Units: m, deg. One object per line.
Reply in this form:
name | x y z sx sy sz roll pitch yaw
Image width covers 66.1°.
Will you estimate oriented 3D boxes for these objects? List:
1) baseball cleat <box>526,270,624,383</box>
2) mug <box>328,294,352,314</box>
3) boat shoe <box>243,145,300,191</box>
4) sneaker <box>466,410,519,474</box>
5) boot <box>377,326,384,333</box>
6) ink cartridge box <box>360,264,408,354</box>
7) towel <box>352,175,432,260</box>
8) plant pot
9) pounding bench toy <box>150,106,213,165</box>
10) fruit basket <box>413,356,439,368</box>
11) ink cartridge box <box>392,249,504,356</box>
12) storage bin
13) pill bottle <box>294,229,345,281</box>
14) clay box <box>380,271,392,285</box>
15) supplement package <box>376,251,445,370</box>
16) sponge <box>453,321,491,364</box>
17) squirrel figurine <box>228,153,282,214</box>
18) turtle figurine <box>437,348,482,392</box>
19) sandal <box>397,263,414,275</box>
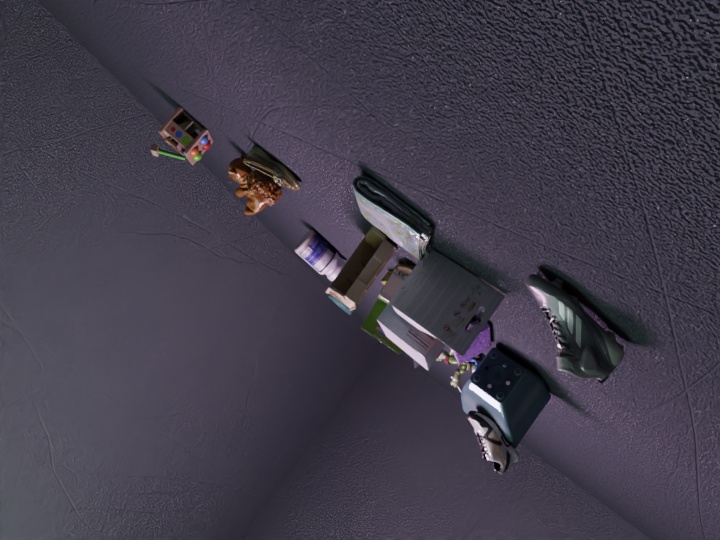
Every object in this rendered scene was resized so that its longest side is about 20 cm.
baseball cleat | 0.331 0.099 0.892 0.199 0.107 0.070 41 177 6
mug | -0.084 0.128 2.853 0.184 0.115 0.152 33 170 42
boat shoe | -0.264 -0.294 1.660 0.199 0.064 0.073 39 172 9
sneaker | 0.358 0.476 1.531 0.201 0.080 0.074 51 164 -5
boot | 0.134 0.275 2.698 0.074 0.098 0.201 32 168 37
ink cartridge box | 0.111 0.113 1.578 0.146 0.203 0.076 31 171 2
towel | 0.068 -0.110 1.193 0.198 0.048 0.172 39 171 12
plant pot | 0.397 0.337 1.560 0.195 0.197 0.201 32 164 37
pounding bench toy | -0.677 -0.475 2.098 0.155 0.202 0.124 39 171 1
fruit basket | 0.217 0.190 1.556 0.094 0.198 0.186 51 176 17
ink cartridge box | 0.189 0.071 1.196 0.198 0.161 0.047 35 170 28
storage bin | 0.000 0.000 1.529 0.093 0.202 0.199 36 172 -1
pill bottle | -0.160 -0.058 2.235 0.199 0.117 0.115 42 171 -15
clay box | 0.136 0.054 1.727 0.114 0.048 0.200 42 172 -6
supplement package | 0.162 0.103 1.342 0.146 0.202 0.192 35 170 19
sponge | 0.303 0.198 1.513 0.030 0.109 0.201 63 -178 27
squirrel figurine | -0.373 -0.312 1.937 0.197 0.142 0.189 7 139 48
turtle figurine | 0.359 0.350 1.936 0.201 0.144 0.193 50 171 -34
sandal | 0.176 0.050 1.502 0.198 0.054 0.080 39 172 11
